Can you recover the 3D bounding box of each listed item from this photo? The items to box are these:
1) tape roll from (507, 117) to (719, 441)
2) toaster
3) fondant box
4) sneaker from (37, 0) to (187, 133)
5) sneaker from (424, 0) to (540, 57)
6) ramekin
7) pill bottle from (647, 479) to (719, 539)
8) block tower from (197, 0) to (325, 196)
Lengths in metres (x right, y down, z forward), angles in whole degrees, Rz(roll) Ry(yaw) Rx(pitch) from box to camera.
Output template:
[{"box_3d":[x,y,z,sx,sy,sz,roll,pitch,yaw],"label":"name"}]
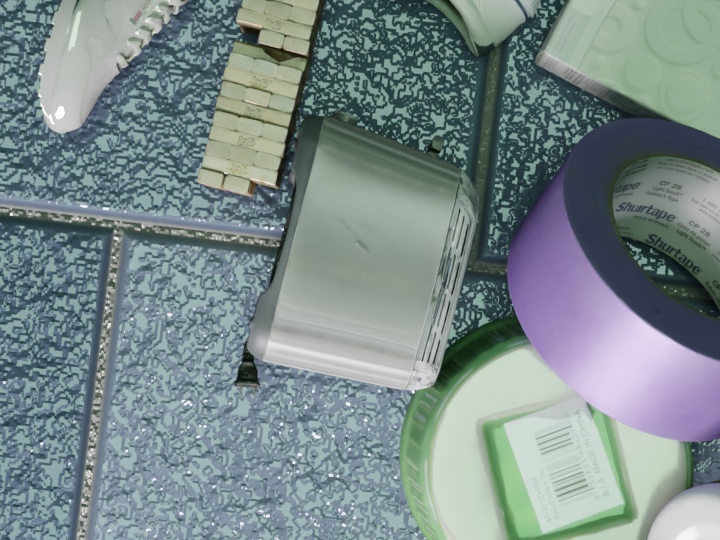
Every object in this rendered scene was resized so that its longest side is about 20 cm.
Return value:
[{"box_3d":[0.201,0.003,1.034,0.199,0.085,0.201,14,47,-15],"label":"tape roll"},{"box_3d":[0.000,0.000,1.075,0.129,0.114,0.201,14,87,-2],"label":"toaster"},{"box_3d":[0.242,-0.164,1.107,0.199,0.058,0.145,27,88,-1],"label":"fondant box"},{"box_3d":[-0.161,-0.184,1.100,0.080,0.076,0.201,20,90,-9],"label":"sneaker"},{"box_3d":[0.032,-0.228,1.099,0.200,0.073,0.071,41,85,0],"label":"sneaker"},{"box_3d":[0.127,0.129,1.079,0.199,0.098,0.201,0,89,0],"label":"ramekin"},{"box_3d":[0.284,0.178,1.033,0.199,0.112,0.113,-6,88,-41],"label":"pill bottle"},{"box_3d":[-0.061,-0.151,1.106,0.054,0.058,0.201,14,91,0],"label":"block tower"}]
